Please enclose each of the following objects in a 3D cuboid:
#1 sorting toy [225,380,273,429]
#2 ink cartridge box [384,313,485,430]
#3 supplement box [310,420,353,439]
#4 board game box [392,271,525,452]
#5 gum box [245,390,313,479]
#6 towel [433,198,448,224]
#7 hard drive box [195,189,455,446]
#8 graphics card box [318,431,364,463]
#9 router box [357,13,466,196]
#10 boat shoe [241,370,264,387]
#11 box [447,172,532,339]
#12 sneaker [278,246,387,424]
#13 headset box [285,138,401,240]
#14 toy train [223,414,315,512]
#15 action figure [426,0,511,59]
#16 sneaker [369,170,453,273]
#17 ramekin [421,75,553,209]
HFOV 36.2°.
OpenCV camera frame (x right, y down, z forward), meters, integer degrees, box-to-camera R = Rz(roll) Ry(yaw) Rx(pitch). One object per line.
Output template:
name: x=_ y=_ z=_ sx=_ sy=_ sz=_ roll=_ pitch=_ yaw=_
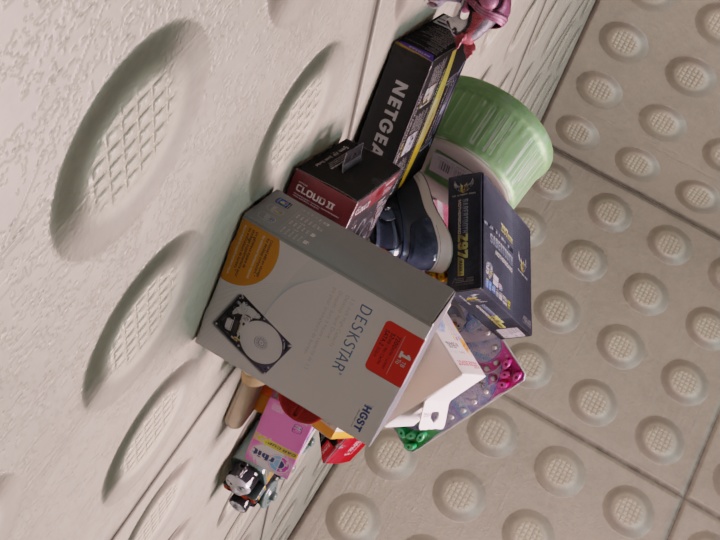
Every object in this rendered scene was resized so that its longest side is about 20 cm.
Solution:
sorting toy: x=-0.095 y=0.101 z=1.450 sx=0.186 sy=0.036 sz=0.200 roll=-64 pitch=171 yaw=25
ink cartridge box: x=0.062 y=0.108 z=1.436 sx=0.125 sy=0.200 sz=0.128 roll=-36 pitch=164 yaw=14
supplement box: x=0.012 y=0.099 z=1.319 sx=0.200 sy=0.073 sz=0.126 roll=-59 pitch=157 yaw=5
board game box: x=0.092 y=0.118 z=1.518 sx=0.200 sy=0.200 sz=0.026 roll=-35 pitch=170 yaw=14
gum box: x=-0.074 y=0.167 z=1.474 sx=0.114 sy=0.066 sz=0.200 roll=-66 pitch=175 yaw=34
towel: x=0.113 y=-0.033 z=1.574 sx=0.030 sy=0.199 sz=0.147 roll=142 pitch=-58 yaw=-81
hard drive box: x=-0.035 y=0.044 z=1.042 sx=0.156 sy=0.200 sz=0.077 roll=-66 pitch=171 yaw=30
graphics card box: x=-0.027 y=0.167 z=1.618 sx=0.126 sy=0.051 sz=0.201 roll=125 pitch=-38 yaw=-52
router box: x=0.057 y=-0.188 z=1.301 sx=0.157 sy=0.052 sz=0.200 roll=-44 pitch=160 yaw=-56
boat shoe: x=-0.073 y=0.077 z=1.309 sx=0.200 sy=0.071 sz=0.065 roll=-24 pitch=135 yaw=-48
box: x=0.169 y=-0.015 z=1.422 sx=0.200 sy=0.051 sz=0.158 roll=40 pitch=47 yaw=-56
sneaker: x=-0.012 y=0.065 z=1.168 sx=0.200 sy=0.078 sz=0.116 roll=-60 pitch=170 yaw=14
headset box: x=-0.039 y=-0.041 z=1.164 sx=0.200 sy=0.077 sz=0.149 roll=-66 pitch=171 yaw=25
toy train: x=-0.135 y=0.262 z=1.639 sx=0.200 sy=0.085 sz=0.114 roll=-54 pitch=157 yaw=-31
action figure: x=0.148 y=-0.318 z=1.164 sx=0.134 sy=0.148 sz=0.201 roll=-39 pitch=144 yaw=-84
sneaker: x=0.016 y=-0.075 z=1.371 sx=0.203 sy=0.146 sz=0.077 roll=-116 pitch=-145 yaw=-50
ramekin: x=0.151 y=-0.160 z=1.499 sx=0.098 sy=0.200 sz=0.200 roll=-55 pitch=171 yaw=-21
